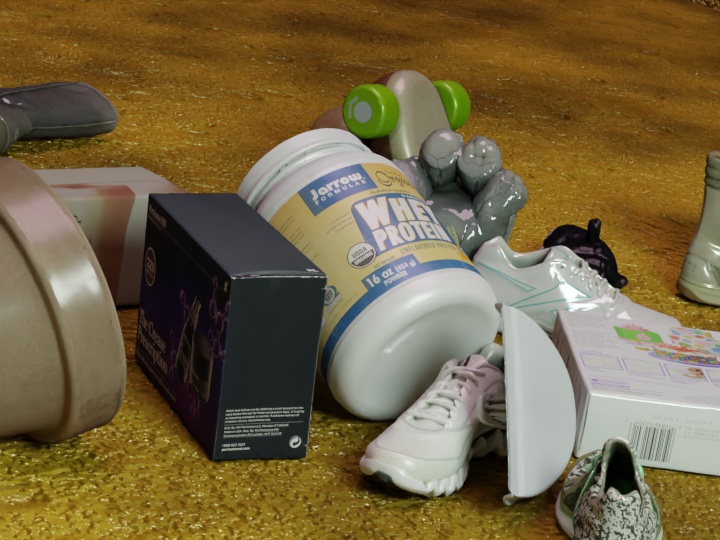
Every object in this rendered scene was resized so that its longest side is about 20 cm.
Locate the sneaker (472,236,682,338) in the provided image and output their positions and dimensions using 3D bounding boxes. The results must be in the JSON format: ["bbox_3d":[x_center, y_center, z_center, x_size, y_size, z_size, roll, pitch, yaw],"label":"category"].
[{"bbox_3d":[0.188,0.025,1.843,0.200,0.080,0.070,13,16,8],"label":"sneaker"}]

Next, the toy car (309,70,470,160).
[{"bbox_3d":[0.000,-0.111,2.168,0.200,0.158,0.164,-14,-3,36],"label":"toy car"}]

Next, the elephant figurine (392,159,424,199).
[{"bbox_3d":[-0.044,-0.020,1.799,0.200,0.142,0.155,0,-25,-1],"label":"elephant figurine"}]

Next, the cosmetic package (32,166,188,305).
[{"bbox_3d":[-0.251,-0.026,1.741,0.200,0.103,0.087,-6,21,-36],"label":"cosmetic package"}]

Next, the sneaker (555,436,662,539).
[{"bbox_3d":[0.176,0.150,1.410,0.077,0.089,0.200,9,17,0],"label":"sneaker"}]

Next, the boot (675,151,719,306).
[{"bbox_3d":[0.415,-0.039,2.034,0.200,0.155,0.072,5,17,-14],"label":"boot"}]

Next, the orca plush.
[{"bbox_3d":[0.205,-0.016,1.996,0.105,0.071,0.200,12,17,10],"label":"orca plush"}]

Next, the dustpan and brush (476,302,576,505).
[{"bbox_3d":[0.126,0.106,1.521,0.057,0.140,0.200,-9,-14,30],"label":"dustpan and brush"}]

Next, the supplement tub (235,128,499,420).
[{"bbox_3d":[0.000,0.000,1.612,0.145,0.145,0.200,-5,45,-38],"label":"supplement tub"}]

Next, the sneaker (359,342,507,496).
[{"bbox_3d":[0.063,0.106,1.515,0.075,0.081,0.200,19,21,24],"label":"sneaker"}]

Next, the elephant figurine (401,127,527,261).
[{"bbox_3d":[0.099,-0.050,1.980,0.142,0.155,0.200,49,-1,12],"label":"elephant figurine"}]

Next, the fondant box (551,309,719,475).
[{"bbox_3d":[0.233,0.096,1.671,0.144,0.058,0.200,8,18,-4],"label":"fondant box"}]

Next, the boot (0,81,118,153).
[{"bbox_3d":[-0.381,-0.179,2.223,0.182,0.073,0.200,30,30,19],"label":"boot"}]

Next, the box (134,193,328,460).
[{"bbox_3d":[-0.100,0.037,1.547,0.079,0.141,0.200,2,18,-24],"label":"box"}]

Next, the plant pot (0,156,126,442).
[{"bbox_3d":[-0.280,0.046,1.402,0.175,0.200,0.200,-25,33,-30],"label":"plant pot"}]
